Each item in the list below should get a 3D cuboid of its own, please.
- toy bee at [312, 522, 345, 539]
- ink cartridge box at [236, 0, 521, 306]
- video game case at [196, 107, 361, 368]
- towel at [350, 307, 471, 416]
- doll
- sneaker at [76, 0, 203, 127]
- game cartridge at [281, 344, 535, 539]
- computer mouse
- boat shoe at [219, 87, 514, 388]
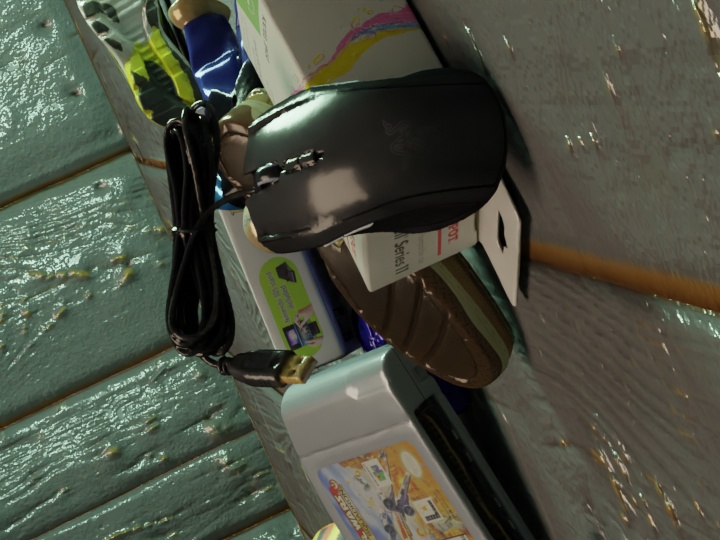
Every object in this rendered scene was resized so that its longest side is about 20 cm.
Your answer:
[{"bbox_3d":[-0.016,0.257,1.663,0.131,0.108,0.201,-36,-58,-58],"label":"toy bee"},{"bbox_3d":[0.007,-0.071,1.185,0.117,0.067,0.201,85,159,-66],"label":"ink cartridge box"},{"bbox_3d":[-0.051,-0.025,1.612,0.200,0.045,0.182,-14,-97,-83],"label":"video game case"},{"bbox_3d":[0.000,0.000,1.524,0.201,0.049,0.148,66,171,-7],"label":"towel"},{"bbox_3d":[-0.067,-0.091,1.455,0.048,0.136,0.201,22,-141,-43],"label":"doll"},{"bbox_3d":[-0.209,-0.222,2.151,0.085,0.074,0.201,-131,18,-66],"label":"sneaker"},{"bbox_3d":[0.035,0.145,1.491,0.133,0.042,0.200,-25,100,48],"label":"game cartridge"},{"bbox_3d":[-0.024,-0.018,1.098,0.046,0.199,0.141,6,-98,-52],"label":"computer mouse"},{"bbox_3d":[0.016,-0.028,1.279,0.200,0.076,0.072,47,143,1],"label":"boat shoe"}]
